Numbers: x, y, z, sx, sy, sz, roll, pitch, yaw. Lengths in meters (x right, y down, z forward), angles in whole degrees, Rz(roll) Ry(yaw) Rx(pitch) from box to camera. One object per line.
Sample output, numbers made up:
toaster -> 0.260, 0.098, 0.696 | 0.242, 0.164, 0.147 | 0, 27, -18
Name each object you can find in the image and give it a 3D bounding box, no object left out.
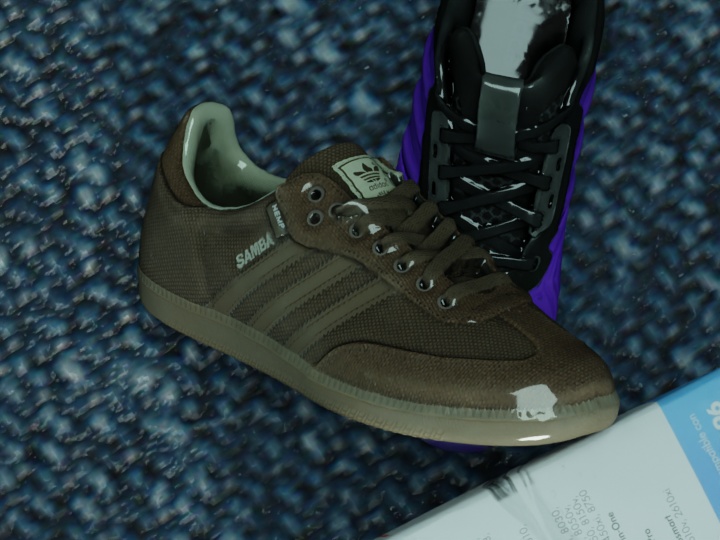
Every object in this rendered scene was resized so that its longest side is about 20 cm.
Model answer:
ink cartridge box -> 0.052, 0.105, 1.008 | 0.199, 0.116, 0.068 | -26, 84, -7
sneaker -> 0.043, -0.040, 1.034 | 0.069, 0.100, 0.201 | 9, 82, 0
sneaker -> 0.000, 0.000, 0.991 | 0.199, 0.070, 0.076 | 18, 111, 36
